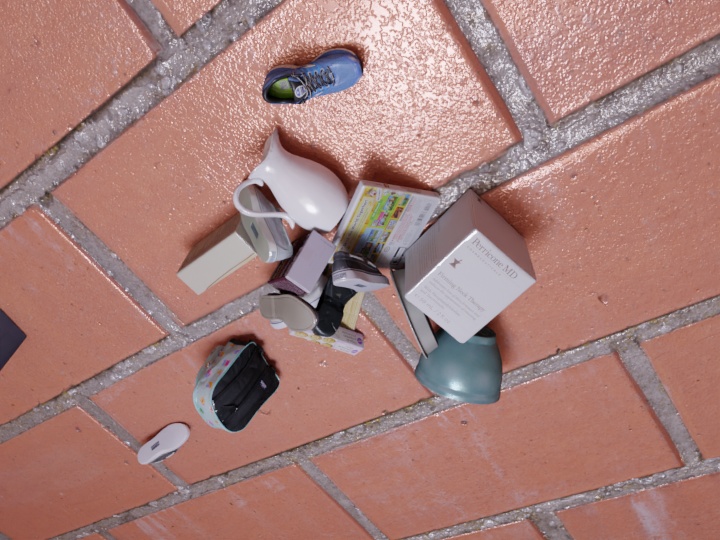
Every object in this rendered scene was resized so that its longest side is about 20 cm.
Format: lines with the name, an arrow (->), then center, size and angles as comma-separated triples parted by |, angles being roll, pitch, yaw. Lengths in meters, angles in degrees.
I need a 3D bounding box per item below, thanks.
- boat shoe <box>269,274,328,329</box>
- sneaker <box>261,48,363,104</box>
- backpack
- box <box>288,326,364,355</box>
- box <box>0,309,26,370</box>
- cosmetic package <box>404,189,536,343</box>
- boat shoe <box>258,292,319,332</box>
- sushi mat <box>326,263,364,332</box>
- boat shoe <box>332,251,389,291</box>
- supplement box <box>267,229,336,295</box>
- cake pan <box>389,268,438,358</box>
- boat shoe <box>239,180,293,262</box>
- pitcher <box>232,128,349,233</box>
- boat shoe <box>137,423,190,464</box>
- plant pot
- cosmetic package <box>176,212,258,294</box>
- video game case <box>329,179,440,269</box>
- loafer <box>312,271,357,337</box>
boat shoe -> -0.153, 0.059, 1.450 | 0.200, 0.075, 0.086 | -30, 114, 35
sneaker -> -0.087, -0.331, 1.139 | 0.195, 0.090, 0.080 | -11, 125, 19
backpack -> -0.320, 0.290, 1.580 | 0.150, 0.202, 0.178 | -1, 131, 32
box -> -0.077, 0.147, 1.475 | 0.197, 0.039, 0.041 | 24, 136, -37
box -> -1.027, 0.226, 1.679 | 0.196, 0.199, 0.119 | -19, 123, 23
cosmetic package -> 0.208, -0.009, 1.259 | 0.166, 0.168, 0.200 | 36, 118, -17
boat shoe -> -0.139, 0.080, 1.341 | 0.198, 0.062, 0.075 | 8, 103, 49
sushi mat -> -0.040, 0.060, 1.469 | 0.093, 0.012, 0.203 | 16, 127, 2
boat shoe -> 0.000, 0.000, 1.283 | 0.070, 0.070, 0.199 | -14, 167, 26
supplement box -> -0.124, -0.010, 1.311 | 0.060, 0.110, 0.199 | 33, 165, -13
cake pan -> 0.115, 0.084, 1.347 | 0.036, 0.202, 0.203 | -22, 121, 6
boat shoe -> -0.191, -0.099, 1.299 | 0.070, 0.203, 0.071 | -3, 143, -35
pitcher -> -0.133, -0.145, 1.245 | 0.198, 0.121, 0.174 | 37, 80, -14
boat shoe -> -0.565, 0.513, 1.886 | 0.198, 0.073, 0.067 | -36, 148, 17
plant pot -> 0.228, 0.187, 1.415 | 0.195, 0.200, 0.138 | 13, 101, 1
cosmetic package -> -0.298, -0.042, 1.390 | 0.198, 0.105, 0.073 | -31, 117, 30
video game case -> 0.043, -0.086, 1.290 | 0.178, 0.023, 0.202 | 5, 133, -28
loafer -> -0.052, 0.047, 1.369 | 0.072, 0.203, 0.072 | 35, 160, -15
